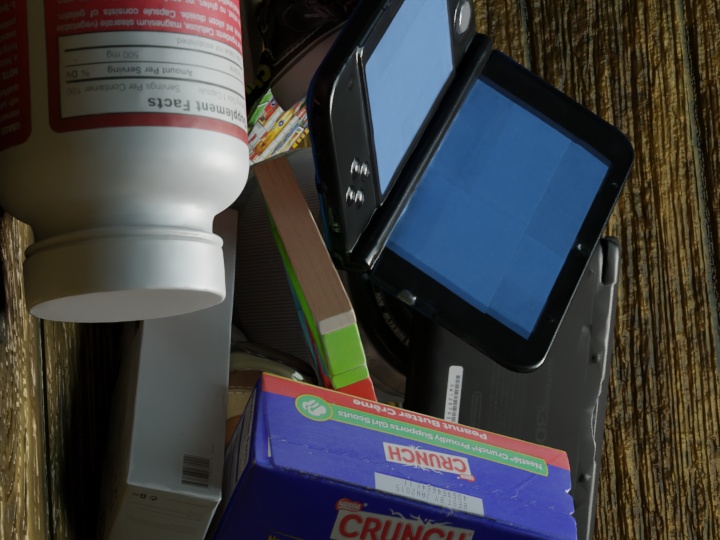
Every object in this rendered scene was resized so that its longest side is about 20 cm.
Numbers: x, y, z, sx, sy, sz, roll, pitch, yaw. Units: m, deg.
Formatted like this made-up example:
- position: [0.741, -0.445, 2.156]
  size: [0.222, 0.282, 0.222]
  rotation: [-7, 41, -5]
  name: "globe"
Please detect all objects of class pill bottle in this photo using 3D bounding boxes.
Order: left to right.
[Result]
- position: [-0.105, -0.084, 0.873]
  size: [0.112, 0.111, 0.202]
  rotation: [57, 29, -80]
  name: "pill bottle"

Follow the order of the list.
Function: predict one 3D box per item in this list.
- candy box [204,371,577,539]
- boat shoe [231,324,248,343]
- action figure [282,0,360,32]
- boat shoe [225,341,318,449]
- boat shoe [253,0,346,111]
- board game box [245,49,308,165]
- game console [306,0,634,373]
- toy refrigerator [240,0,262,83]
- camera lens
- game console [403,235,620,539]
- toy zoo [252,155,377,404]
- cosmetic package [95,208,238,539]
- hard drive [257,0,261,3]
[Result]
- position: [-0.007, 0.164, 1.035]
  size: [0.077, 0.168, 0.201]
  rotation: [-92, -157, -53]
  name: "candy box"
- position: [-0.057, 0.126, 1.242]
  size: [0.063, 0.070, 0.202]
  rotation: [-13, 85, -55]
  name: "boat shoe"
- position: [-0.016, -0.209, 1.148]
  size: [0.119, 0.102, 0.200]
  rotation: [46, 21, -19]
  name: "action figure"
- position: [-0.074, 0.124, 1.128]
  size: [0.201, 0.075, 0.074]
  rotation: [104, -1, -48]
  name: "boat shoe"
- position: [-0.033, -0.150, 1.216]
  size: [0.066, 0.070, 0.200]
  rotation: [49, 16, -9]
  name: "boat shoe"
- position: [-0.077, -0.082, 1.348]
  size: [0.023, 0.105, 0.200]
  rotation: [43, 1, 7]
  name: "board game box"
- position: [0.066, -0.079, 1.091]
  size: [0.172, 0.117, 0.201]
  rotation: [82, 27, -42]
  name: "game console"
- position: [-0.108, -0.211, 1.189]
  size: [0.070, 0.075, 0.202]
  rotation: [-86, 169, -64]
  name: "toy refrigerator"
- position: [0.000, 0.000, 1.259]
  size: [0.199, 0.159, 0.162]
  rotation: [-5, -89, 54]
  name: "camera lens"
- position: [0.089, 0.077, 1.194]
  size: [0.116, 0.174, 0.202]
  rotation: [-169, -97, -69]
  name: "game console"
- position: [-0.011, 0.055, 1.086]
  size: [0.132, 0.020, 0.201]
  rotation: [-114, -173, -49]
  name: "toy zoo"
- position: [-0.098, 0.060, 1.037]
  size: [0.201, 0.050, 0.083]
  rotation: [-90, -165, -47]
  name: "cosmetic package"
- position: [-0.050, -0.228, 1.346]
  size: [0.132, 0.026, 0.200]
  rotation: [59, -21, -13]
  name: "hard drive"
